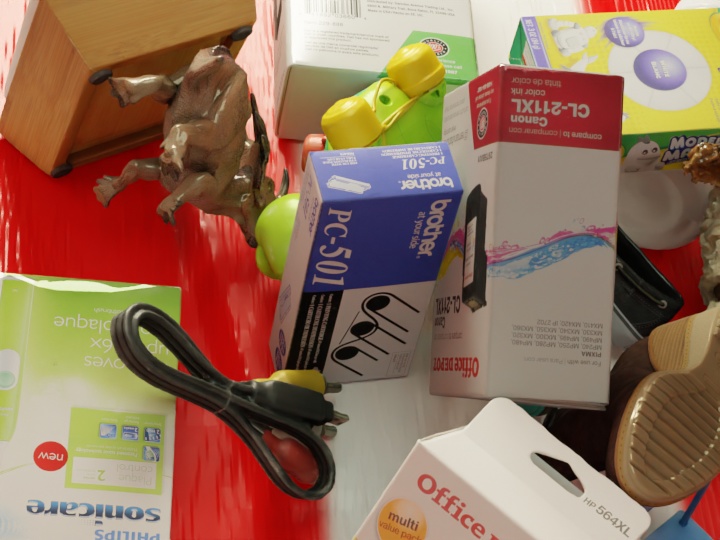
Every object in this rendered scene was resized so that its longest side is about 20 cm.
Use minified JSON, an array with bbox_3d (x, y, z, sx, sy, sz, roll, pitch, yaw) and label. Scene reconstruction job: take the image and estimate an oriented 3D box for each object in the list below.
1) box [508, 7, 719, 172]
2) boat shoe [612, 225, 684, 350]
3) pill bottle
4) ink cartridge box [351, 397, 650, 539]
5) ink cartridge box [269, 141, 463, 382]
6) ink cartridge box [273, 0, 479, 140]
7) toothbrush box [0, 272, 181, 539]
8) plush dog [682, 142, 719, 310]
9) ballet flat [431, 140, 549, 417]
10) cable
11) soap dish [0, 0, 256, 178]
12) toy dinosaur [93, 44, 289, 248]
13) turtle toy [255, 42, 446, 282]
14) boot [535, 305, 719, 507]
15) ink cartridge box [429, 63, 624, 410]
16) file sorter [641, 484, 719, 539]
[{"bbox_3d":[0.214,-0.127,1.366,0.198,0.049,0.118,-4,54,-15],"label":"box"},{"bbox_3d":[0.157,-0.040,1.369,0.201,0.066,0.070,57,22,2],"label":"boat shoe"},{"bbox_3d":[0.242,-0.120,1.467,0.110,0.112,0.201,25,52,8],"label":"pill bottle"},{"bbox_3d":[0.061,0.186,1.121,0.128,0.201,0.125,37,15,18],"label":"ink cartridge box"},{"bbox_3d":[0.000,0.000,1.268,0.093,0.201,0.045,-5,53,-15],"label":"ink cartridge box"},{"bbox_3d":[0.008,-0.197,1.493,0.144,0.084,0.202,4,52,-8],"label":"ink cartridge box"},{"bbox_3d":[-0.189,0.108,1.222,0.144,0.086,0.202,5,54,-7],"label":"toothbrush box"},{"bbox_3d":[0.283,0.013,1.321,0.159,0.199,0.174,18,66,-31],"label":"plush dog"},{"bbox_3d":[0.100,-0.001,1.331,0.068,0.068,0.202,-35,106,-48],"label":"ballet flat"},{"bbox_3d":[-0.082,0.089,1.231,0.199,0.050,0.098,21,58,-35],"label":"cable"},{"bbox_3d":[-0.162,-0.150,1.359,0.156,0.200,0.082,-21,76,-26],"label":"soap dish"},{"bbox_3d":[-0.101,-0.098,1.323,0.135,0.201,0.086,-32,60,-34],"label":"toy dinosaur"},{"bbox_3d":[0.008,-0.058,1.369,0.200,0.101,0.147,-41,110,-34],"label":"turtle toy"},{"bbox_3d":[0.160,0.112,1.226,0.072,0.166,0.200,47,39,-5],"label":"boot"},{"bbox_3d":[0.102,-0.017,1.219,0.082,0.146,0.202,4,86,-12],"label":"ink cartridge box"},{"bbox_3d":[0.238,0.228,1.195,0.138,0.123,0.200,-32,65,-31],"label":"file sorter"}]
